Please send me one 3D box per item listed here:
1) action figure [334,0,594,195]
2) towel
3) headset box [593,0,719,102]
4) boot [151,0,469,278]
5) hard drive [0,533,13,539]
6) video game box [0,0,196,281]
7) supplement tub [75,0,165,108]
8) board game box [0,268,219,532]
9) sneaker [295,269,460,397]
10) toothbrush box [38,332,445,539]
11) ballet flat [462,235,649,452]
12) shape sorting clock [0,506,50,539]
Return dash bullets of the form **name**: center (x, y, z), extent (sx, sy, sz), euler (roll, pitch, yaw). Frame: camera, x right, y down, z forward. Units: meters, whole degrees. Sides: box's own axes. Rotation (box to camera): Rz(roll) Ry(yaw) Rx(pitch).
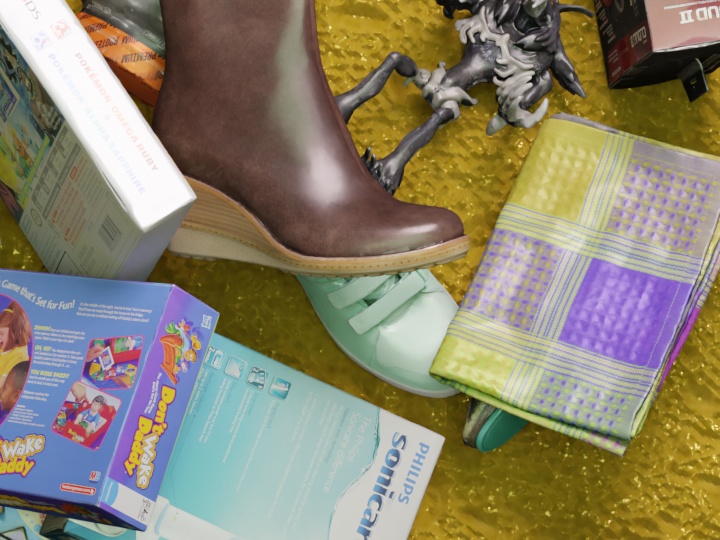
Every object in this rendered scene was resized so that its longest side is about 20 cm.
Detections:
- **action figure**: center (0.069, -0.129, 1.588), extent (0.200, 0.102, 0.119), euler (-38, 85, -17)
- **towel**: center (0.141, 0.002, 1.572), extent (0.143, 0.023, 0.200), euler (21, 72, 20)
- **headset box**: center (0.187, -0.204, 1.588), extent (0.075, 0.149, 0.201), euler (-9, 86, -6)
- **boot**: center (-0.032, -0.084, 1.471), extent (0.199, 0.072, 0.167), euler (5, 101, 21)
- **hard drive**: center (-0.183, 0.254, 1.555), extent (0.200, 0.042, 0.135), euler (37, 101, -6)
- **video game box**: center (-0.180, -0.076, 1.513), extent (0.047, 0.200, 0.182), euler (-34, 85, -22)
- **supplement tub**: center (-0.091, -0.199, 1.576), extent (0.122, 0.123, 0.200), euler (32, 83, -2)
- **board game box**: center (-0.188, 0.071, 1.498), extent (0.045, 0.200, 0.135), euler (35, 67, -46)
- **sneaker**: center (-0.001, 0.000, 1.571), extent (0.074, 0.118, 0.200), euler (-44, 91, -7)
- **toothbrush box**: center (-0.071, 0.130, 1.549), extent (0.200, 0.085, 0.147), euler (24, 77, -13)
- **ballet flat**: center (0.127, 0.030, 1.615), extent (0.200, 0.072, 0.072), euler (-41, 90, -7)
- **shape sorting clock**: center (-0.165, 0.123, 1.587), extent (0.199, 0.039, 0.201), euler (0, 86, -5)
